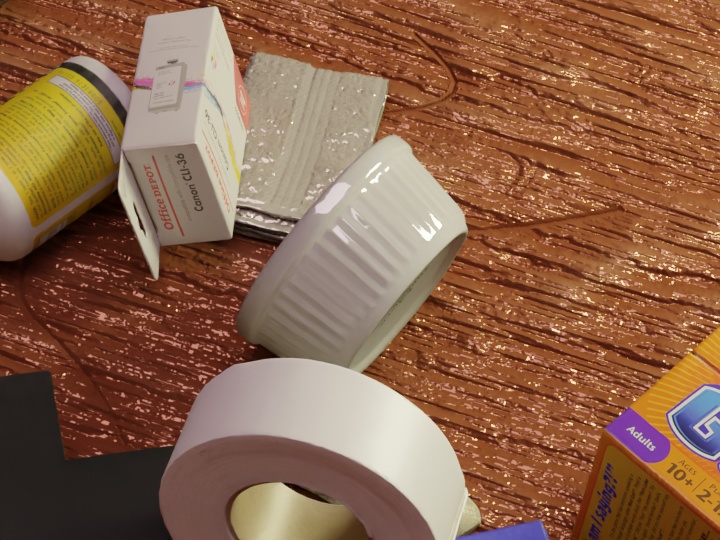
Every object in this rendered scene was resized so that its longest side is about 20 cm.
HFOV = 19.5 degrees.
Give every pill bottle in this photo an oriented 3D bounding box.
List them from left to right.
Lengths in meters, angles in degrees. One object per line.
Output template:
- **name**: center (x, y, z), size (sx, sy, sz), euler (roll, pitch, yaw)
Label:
- **pill bottle**: center (-0.276, -0.081, 1.718), size (0.112, 0.113, 0.200), euler (38, 57, 22)

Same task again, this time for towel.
- **towel**: center (-0.057, -0.106, 1.809), size (0.131, 0.035, 0.201), euler (13, 52, 4)

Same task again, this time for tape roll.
- **tape roll**: center (-0.032, 0.153, 1.416), size (0.200, 0.204, 0.071), euler (15, 47, 6)

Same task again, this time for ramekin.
- **ramekin**: center (0.000, 0.000, 1.637), size (0.094, 0.203, 0.202), euler (39, 58, 9)

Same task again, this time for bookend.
- **bookend**: center (-0.218, 0.165, 1.547), size (0.197, 0.093, 0.201), euler (-7, 52, -13)

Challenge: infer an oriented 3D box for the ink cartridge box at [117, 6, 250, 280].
- **ink cartridge box**: center (-0.142, -0.103, 1.710), size (0.067, 0.117, 0.201), euler (-5, 48, 12)

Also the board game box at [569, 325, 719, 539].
- **board game box**: center (0.294, 0.177, 1.518), size (0.199, 0.201, 0.199), euler (39, 58, 23)

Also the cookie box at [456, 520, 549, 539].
- **cookie box**: center (0.060, 0.285, 1.490), size (0.198, 0.076, 0.172), euler (-10, 52, -12)

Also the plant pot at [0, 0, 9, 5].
- **plant pot**: center (-0.361, -0.342, 1.887), size (0.185, 0.188, 0.202), euler (-5, 66, -9)

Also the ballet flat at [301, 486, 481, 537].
- **ballet flat**: center (-0.001, 0.153, 1.596), size (0.198, 0.063, 0.068), euler (21, 53, 10)
